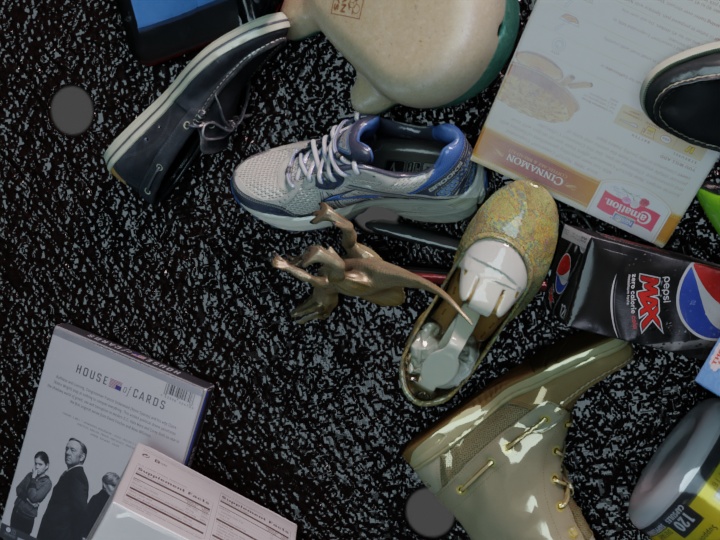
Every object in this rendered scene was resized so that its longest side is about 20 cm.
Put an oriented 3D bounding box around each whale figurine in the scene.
[{"bbox_3d":[0.029,-0.193,0.835,0.199,0.103,0.161,19,102,36],"label":"whale figurine"}]

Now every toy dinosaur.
[{"bbox_3d":[0.000,0.000,0.830,0.101,0.199,0.059,38,65,-28],"label":"toy dinosaur"}]

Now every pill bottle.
[{"bbox_3d":[0.299,0.190,0.791,0.199,0.112,0.113,36,103,8],"label":"pill bottle"}]

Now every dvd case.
[{"bbox_3d":[-0.221,0.165,0.964,0.149,0.025,0.202,21,101,11],"label":"dvd case"}]

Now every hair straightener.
[{"bbox_3d":[0.097,-0.023,0.852,0.198,0.041,0.078,7,98,19],"label":"hair straightener"}]

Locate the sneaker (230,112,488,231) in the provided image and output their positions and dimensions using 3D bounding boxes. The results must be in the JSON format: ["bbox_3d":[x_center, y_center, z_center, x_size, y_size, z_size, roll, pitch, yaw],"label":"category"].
[{"bbox_3d":[-0.007,-0.084,0.839,0.197,0.085,0.078,-4,64,12],"label":"sneaker"}]

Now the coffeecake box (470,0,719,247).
[{"bbox_3d":[0.182,-0.138,0.754,0.152,0.073,0.201,25,130,4],"label":"coffeecake box"}]

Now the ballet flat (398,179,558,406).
[{"bbox_3d":[0.083,0.026,0.816,0.070,0.071,0.201,35,126,8],"label":"ballet flat"}]

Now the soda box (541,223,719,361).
[{"bbox_3d":[0.233,0.025,0.779,0.198,0.071,0.064,14,98,-9],"label":"soda box"}]

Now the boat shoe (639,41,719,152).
[{"bbox_3d":[0.269,-0.087,0.673,0.197,0.067,0.075,10,132,0],"label":"boat shoe"}]

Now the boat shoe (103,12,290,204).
[{"bbox_3d":[-0.120,-0.126,0.879,0.200,0.075,0.062,-40,89,24],"label":"boat shoe"}]

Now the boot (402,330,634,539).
[{"bbox_3d":[0.149,0.148,0.844,0.199,0.073,0.156,-35,87,17],"label":"boot"}]

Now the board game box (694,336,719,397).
[{"bbox_3d":[0.335,0.054,0.743,0.199,0.037,0.152,29,92,-23],"label":"board game box"}]

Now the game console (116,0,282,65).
[{"bbox_3d":[-0.140,-0.279,0.846,0.117,0.172,0.202,-16,91,-11],"label":"game console"}]

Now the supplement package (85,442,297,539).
[{"bbox_3d":[-0.164,0.275,0.900,0.155,0.111,0.201,29,104,-8],"label":"supplement package"}]

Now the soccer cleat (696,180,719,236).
[{"bbox_3d":[0.314,-0.091,0.761,0.081,0.067,0.200,51,123,11],"label":"soccer cleat"}]
